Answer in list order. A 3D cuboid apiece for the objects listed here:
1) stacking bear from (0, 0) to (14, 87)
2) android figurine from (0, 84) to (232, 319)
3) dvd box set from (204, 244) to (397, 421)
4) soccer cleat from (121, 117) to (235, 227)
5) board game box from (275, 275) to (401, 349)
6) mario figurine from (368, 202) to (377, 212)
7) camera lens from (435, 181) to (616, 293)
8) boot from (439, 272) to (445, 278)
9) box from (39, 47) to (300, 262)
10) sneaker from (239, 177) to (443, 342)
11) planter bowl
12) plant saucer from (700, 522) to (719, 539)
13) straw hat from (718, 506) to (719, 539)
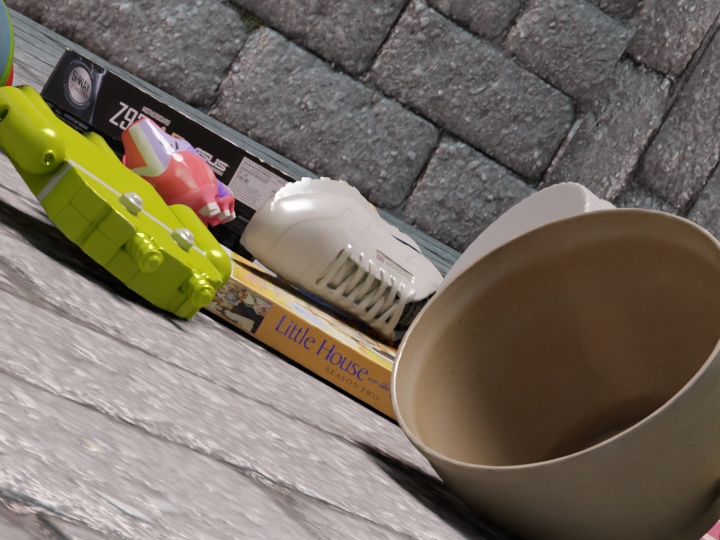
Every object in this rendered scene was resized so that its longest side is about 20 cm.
[{"bbox_3d":[-0.265,-0.133,1.463,0.121,0.114,0.200,44,-3,5],"label":"stacking bear"},{"bbox_3d":[-0.148,-0.040,1.410,0.182,0.041,0.200,37,6,-40],"label":"android figurine"},{"bbox_3d":[-0.015,0.051,1.554,0.200,0.029,0.146,31,4,-6],"label":"dvd box set"},{"bbox_3d":[-0.127,-0.059,1.601,0.077,0.067,0.200,62,-2,1],"label":"soccer cleat"},{"bbox_3d":[0.030,0.059,1.747,0.200,0.034,0.135,31,4,-10],"label":"board game box"},{"bbox_3d":[0.002,-0.018,1.969,0.123,0.106,0.200,-3,-12,11],"label":"mario figurine"},{"bbox_3d":[0.162,0.060,1.584,0.200,0.160,0.160,44,-1,-19],"label":"camera lens"},{"bbox_3d":[0.103,0.046,1.838,0.200,0.064,0.186,26,1,-5],"label":"boot"},{"bbox_3d":[-0.149,-0.079,1.759,0.200,0.044,0.160,30,-14,-5],"label":"box"},{"bbox_3d":[0.000,0.000,1.605,0.200,0.076,0.081,22,27,-49],"label":"sneaker"},{"bbox_3d":[0.135,0.081,1.317,0.200,0.200,0.135,36,-20,54],"label":"planter bowl"},{"bbox_3d":[0.205,0.179,1.455,0.200,0.051,0.201,30,3,-2],"label":"plant saucer"},{"bbox_3d":[0.233,0.139,1.267,0.085,0.201,0.201,15,-1,17],"label":"straw hat"}]
